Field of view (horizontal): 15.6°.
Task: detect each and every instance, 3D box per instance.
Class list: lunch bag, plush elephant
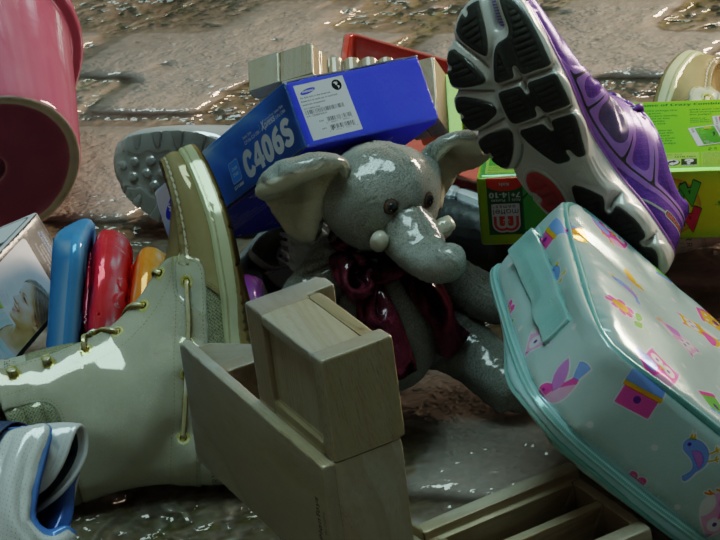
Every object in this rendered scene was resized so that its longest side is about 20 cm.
[{"bbox_3d":[0.143,0.053,1.424,0.077,0.160,0.200,-49,19,16],"label":"lunch bag"},{"bbox_3d":[0.019,-0.004,1.517,0.164,0.155,0.200,-19,53,-26],"label":"plush elephant"}]

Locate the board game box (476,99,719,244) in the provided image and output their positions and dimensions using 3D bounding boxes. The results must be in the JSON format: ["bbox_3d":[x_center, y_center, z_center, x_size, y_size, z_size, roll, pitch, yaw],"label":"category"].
[{"bbox_3d":[0.175,-0.062,1.614,0.199,0.048,0.102,-2,28,8],"label":"board game box"}]

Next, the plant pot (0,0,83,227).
[{"bbox_3d":[-0.284,-0.123,1.893,0.199,0.201,0.179,-15,42,-14],"label":"plant pot"}]

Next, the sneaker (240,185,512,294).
[{"bbox_3d":[0.000,0.000,1.687,0.200,0.075,0.115,3,31,44],"label":"sneaker"}]

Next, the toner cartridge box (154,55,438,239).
[{"bbox_3d":[-0.042,-0.068,1.594,0.095,0.043,0.200,-12,-11,-31],"label":"toner cartridge box"}]

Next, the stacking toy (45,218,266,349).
[{"bbox_3d":[-0.091,0.033,1.618,0.199,0.110,0.116,4,8,-3],"label":"stacking toy"}]

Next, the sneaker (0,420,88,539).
[{"bbox_3d":[-0.214,0.096,1.434,0.146,0.081,0.201,-23,56,11],"label":"sneaker"}]

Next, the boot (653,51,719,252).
[{"bbox_3d":[0.267,-0.078,1.735,0.154,0.072,0.200,0,35,16],"label":"boot"}]

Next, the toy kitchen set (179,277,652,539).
[{"bbox_3d":[0.025,0.079,1.353,0.180,0.201,0.163,-20,29,-23],"label":"toy kitchen set"}]

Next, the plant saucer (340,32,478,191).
[{"bbox_3d":[0.075,-0.087,1.805,0.199,0.037,0.200,15,26,-5],"label":"plant saucer"}]

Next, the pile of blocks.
[{"bbox_3d":[0.024,-0.094,1.691,0.199,0.082,0.062,4,61,-12],"label":"pile of blocks"}]

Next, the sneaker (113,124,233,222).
[{"bbox_3d":[-0.072,-0.070,1.844,0.199,0.077,0.081,6,25,7],"label":"sneaker"}]

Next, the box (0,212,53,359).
[{"bbox_3d":[-0.267,0.049,1.620,0.116,0.060,0.200,-21,18,29],"label":"box"}]

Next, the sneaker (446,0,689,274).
[{"bbox_3d":[0.122,-0.084,1.514,0.080,0.200,0.084,-12,32,41],"label":"sneaker"}]

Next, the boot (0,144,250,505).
[{"bbox_3d":[-0.139,0.035,1.524,0.154,0.201,0.072,-11,-9,0],"label":"boot"}]
